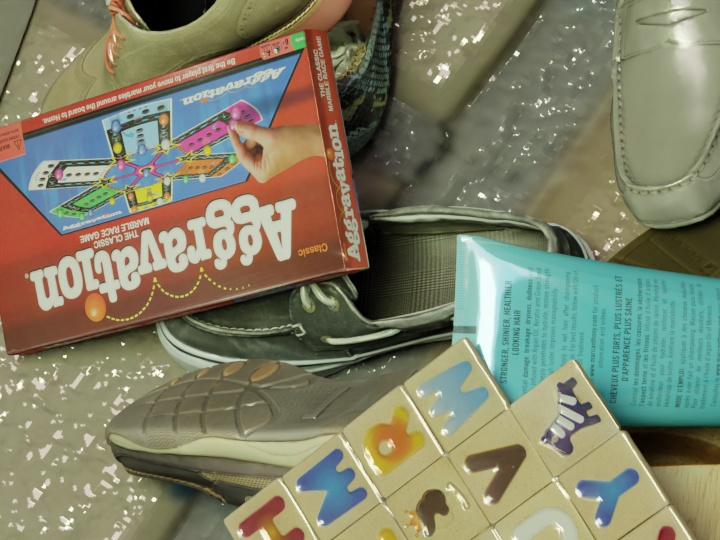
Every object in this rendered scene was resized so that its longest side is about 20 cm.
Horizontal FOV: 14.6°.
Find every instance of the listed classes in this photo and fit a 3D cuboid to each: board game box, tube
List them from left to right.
[{"bbox_3d":[-0.087,-0.031,1.219,0.200,0.019,0.103,-14,85,37],"label":"board game box"},{"bbox_3d":[0.133,0.032,1.112,0.200,0.050,0.078,5,77,-10],"label":"tube"}]

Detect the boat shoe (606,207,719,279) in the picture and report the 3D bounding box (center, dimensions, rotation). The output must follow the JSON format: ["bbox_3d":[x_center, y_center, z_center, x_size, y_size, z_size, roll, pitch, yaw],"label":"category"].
[{"bbox_3d":[0.186,-0.012,1.178,0.201,0.063,0.073,-36,41,-9],"label":"boat shoe"}]

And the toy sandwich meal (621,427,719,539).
[{"bbox_3d":[0.113,0.139,1.115,0.205,0.070,0.206,-6,67,15],"label":"toy sandwich meal"}]

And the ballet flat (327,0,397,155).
[{"bbox_3d":[-0.013,-0.149,1.285,0.074,0.074,0.200,-7,65,14],"label":"ballet flat"}]

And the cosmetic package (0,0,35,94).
[{"bbox_3d":[-0.227,-0.094,1.322,0.102,0.074,0.200,12,69,20],"label":"cosmetic package"}]

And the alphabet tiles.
[{"bbox_3d":[0.036,0.131,1.087,0.200,0.006,0.167,-38,75,23],"label":"alphabet tiles"}]

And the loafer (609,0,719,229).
[{"bbox_3d":[0.136,-0.107,1.199,0.070,0.070,0.200,-10,50,23],"label":"loafer"}]

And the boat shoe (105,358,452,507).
[{"bbox_3d":[-0.026,0.085,1.175,0.200,0.073,0.074,2,24,41],"label":"boat shoe"}]

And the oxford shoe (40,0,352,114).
[{"bbox_3d":[-0.090,-0.110,1.247,0.200,0.075,0.071,-34,57,38],"label":"oxford shoe"}]

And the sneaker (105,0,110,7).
[{"bbox_3d":[-0.078,-0.182,1.256,0.073,0.200,0.077,-17,83,-37],"label":"sneaker"}]

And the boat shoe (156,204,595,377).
[{"bbox_3d":[0.000,0.000,1.212,0.200,0.071,0.072,-10,65,15],"label":"boat shoe"}]
